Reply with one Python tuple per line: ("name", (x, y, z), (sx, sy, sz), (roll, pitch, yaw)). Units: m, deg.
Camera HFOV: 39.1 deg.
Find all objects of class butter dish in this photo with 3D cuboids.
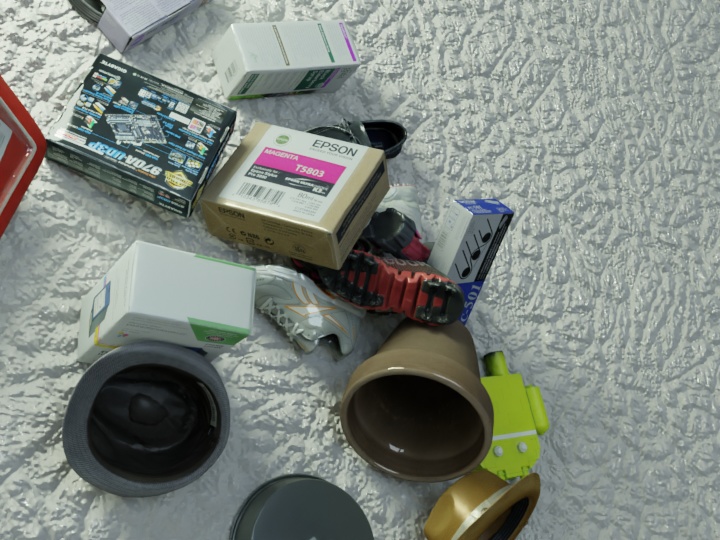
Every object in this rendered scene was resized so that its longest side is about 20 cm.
("butter dish", (-0.477, -0.135, 1.134), (0.200, 0.147, 0.200), (64, 36, -49))

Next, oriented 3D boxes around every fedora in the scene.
("fedora", (0.148, 0.324, 1.322), (0.200, 0.201, 0.082), (-25, 51, -37))
("fedora", (-0.248, 0.162, 1.152), (0.199, 0.090, 0.178), (13, 92, -31))

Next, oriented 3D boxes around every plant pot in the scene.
("plant pot", (0.087, 0.151, 1.343), (0.200, 0.200, 0.175), (38, 36, -12))

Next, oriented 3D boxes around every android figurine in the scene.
("android figurine", (0.194, 0.215, 1.457), (0.181, 0.041, 0.201), (0, 68, -32))

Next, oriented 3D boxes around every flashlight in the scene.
("flashlight", (0.079, -0.032, 1.417), (0.068, 0.068, 0.200), (-63, 150, -7))

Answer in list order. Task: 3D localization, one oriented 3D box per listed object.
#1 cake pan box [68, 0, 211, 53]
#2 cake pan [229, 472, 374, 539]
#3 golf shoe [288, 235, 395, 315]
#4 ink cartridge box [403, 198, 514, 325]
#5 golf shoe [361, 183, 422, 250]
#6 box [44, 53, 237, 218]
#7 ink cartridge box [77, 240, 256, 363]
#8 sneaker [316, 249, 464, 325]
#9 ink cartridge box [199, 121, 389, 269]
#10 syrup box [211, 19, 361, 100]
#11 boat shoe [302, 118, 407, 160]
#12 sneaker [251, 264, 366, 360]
("cake pan box", (-0.320, -0.418, 1.409), (0.184, 0.052, 0.200), (47, 53, -3))
("cake pan", (-0.063, 0.345, 1.239), (0.199, 0.037, 0.201), (13, 63, -27))
("golf shoe", (0.000, 0.000, 1.402), (0.199, 0.088, 0.078), (25, 56, -22))
("ink cartridge box", (0.136, -0.003, 1.418), (0.094, 0.201, 0.044), (-5, 35, -44))
("golf shoe", (0.012, -0.069, 1.450), (0.199, 0.075, 0.092), (-12, 79, -34))
("box", (-0.278, -0.174, 1.297), (0.199, 0.046, 0.159), (22, 58, -3))
("ink cartridge box", (-0.226, 0.051, 1.166), (0.145, 0.200, 0.088), (13, 66, -28))
("sneaker", (0.039, 0.016, 1.346), (0.199, 0.098, 0.071), (16, 101, 0))
("ink cartridge box", (-0.085, -0.102, 1.336), (0.199, 0.075, 0.165), (15, 53, 21))
("syrup box", (-0.106, -0.307, 1.476), (0.199, 0.079, 0.082), (-11, 75, -35))
("boat shoe", (-0.015, -0.188, 1.491), (0.199, 0.062, 0.075), (-11, 77, -34))
("sneaker", (-0.083, 0.058, 1.334), (0.199, 0.076, 0.092), (19, 64, -23))
